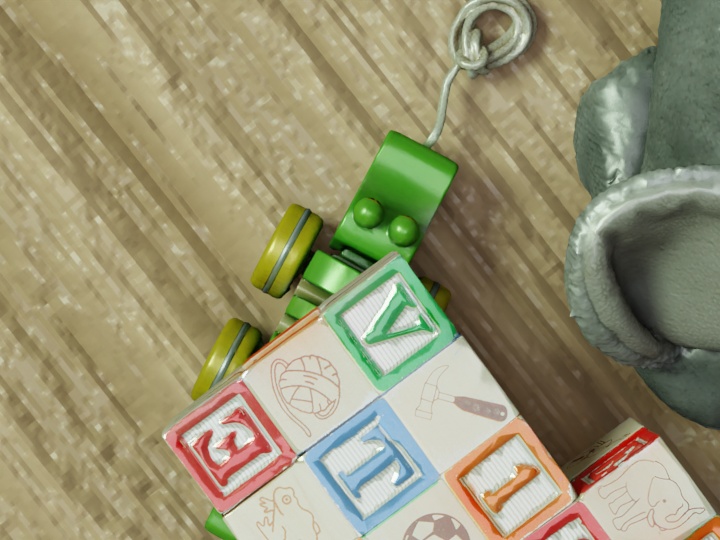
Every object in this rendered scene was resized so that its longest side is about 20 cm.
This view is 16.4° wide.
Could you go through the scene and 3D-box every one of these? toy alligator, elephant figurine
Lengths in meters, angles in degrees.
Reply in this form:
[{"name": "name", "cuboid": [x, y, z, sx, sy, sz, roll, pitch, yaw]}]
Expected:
[{"name": "toy alligator", "cuboid": [0.000, 0.000, 0.783, 0.059, 0.054, 0.201, 28, 96, -1]}, {"name": "elephant figurine", "cuboid": [0.117, -0.013, 0.749, 0.155, 0.141, 0.200, 48, 114, 26]}]

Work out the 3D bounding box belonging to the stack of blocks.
[{"name": "stack of blocks", "cuboid": [0.047, 0.091, 0.731, 0.115, 0.059, 0.200, -37, 91, 0]}]
